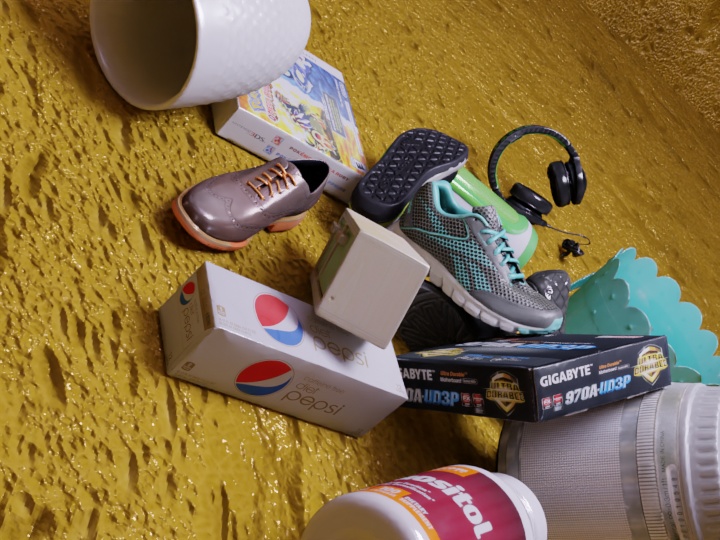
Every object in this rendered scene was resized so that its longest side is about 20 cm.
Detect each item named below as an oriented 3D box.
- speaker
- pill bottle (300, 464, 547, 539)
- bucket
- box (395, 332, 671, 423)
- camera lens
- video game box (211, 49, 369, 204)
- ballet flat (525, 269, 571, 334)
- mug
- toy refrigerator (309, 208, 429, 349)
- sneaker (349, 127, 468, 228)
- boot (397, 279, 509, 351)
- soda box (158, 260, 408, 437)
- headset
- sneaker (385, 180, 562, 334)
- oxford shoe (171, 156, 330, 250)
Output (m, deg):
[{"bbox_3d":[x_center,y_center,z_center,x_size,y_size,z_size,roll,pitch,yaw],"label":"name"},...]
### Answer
[{"bbox_3d":[0.113,-0.075,1.266,0.200,0.088,0.089,37,29,-20],"label":"speaker"},{"bbox_3d":[0.054,0.203,0.784,0.200,0.113,0.113,1,52,-56],"label":"pill bottle"},{"bbox_3d":[0.324,0.088,1.302,0.207,0.135,0.207,36,28,-23],"label":"bucket"},{"bbox_3d":[0.138,0.088,0.933,0.159,0.200,0.046,-8,93,-34],"label":"box"},{"bbox_3d":[0.229,0.182,0.942,0.160,0.199,0.161,23,63,-55],"label":"camera lens"},{"bbox_3d":[-0.082,-0.184,1.169,0.182,0.047,0.200,24,36,-34],"label":"video game box"},{"bbox_3d":[0.193,0.096,1.085,0.057,0.201,0.066,-16,23,-23],"label":"ballet flat"},{"bbox_3d":[-0.155,-0.236,1.020,0.200,0.148,0.175,16,22,36],"label":"mug"},{"bbox_3d":[0.000,0.000,0.921,0.070,0.076,0.200,28,6,-7],"label":"toy refrigerator"},{"bbox_3d":[0.042,-0.084,1.154,0.072,0.083,0.200,33,43,19],"label":"sneaker"},{"bbox_3d":[0.104,0.026,1.138,0.165,0.066,0.200,48,29,-19],"label":"boot"},{"bbox_3d":[-0.058,0.066,0.854,0.200,0.064,0.068,24,35,-37],"label":"soda box"},{"bbox_3d":[0.255,-0.106,1.496,0.200,0.123,0.094,59,6,-10],"label":"headset"},{"bbox_3d":[0.113,-0.015,1.025,0.200,0.091,0.078,36,23,23],"label":"sneaker"},{"bbox_3d":[-0.094,-0.071,0.970,0.071,0.073,0.200,51,28,6],"label":"oxford shoe"}]
